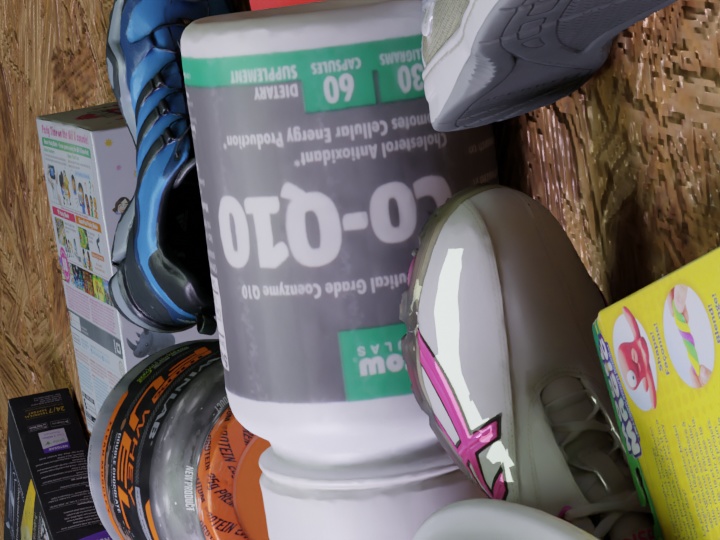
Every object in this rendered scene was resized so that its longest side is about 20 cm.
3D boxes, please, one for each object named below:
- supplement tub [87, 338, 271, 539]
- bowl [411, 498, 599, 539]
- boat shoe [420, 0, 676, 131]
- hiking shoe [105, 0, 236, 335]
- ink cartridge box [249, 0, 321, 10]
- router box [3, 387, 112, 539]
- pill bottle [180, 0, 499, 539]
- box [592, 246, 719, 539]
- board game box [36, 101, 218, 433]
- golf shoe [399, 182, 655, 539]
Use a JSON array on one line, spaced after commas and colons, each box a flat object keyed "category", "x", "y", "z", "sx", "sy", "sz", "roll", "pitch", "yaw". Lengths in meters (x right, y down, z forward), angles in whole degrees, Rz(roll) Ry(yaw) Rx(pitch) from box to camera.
[{"category": "supplement tub", "x": -0.048, "y": 0.092, "z": 0.996, "sx": 0.200, "sy": 0.122, "sz": 0.123, "roll": 174, "pitch": 86, "yaw": -71}, {"category": "bowl", "x": 0.056, "y": 0.176, "z": 0.663, "sx": 0.201, "sy": 0.090, "sz": 0.201, "roll": 38, "pitch": 150, "yaw": 27}, {"category": "boat shoe", "x": 0.056, "y": -0.100, "z": 0.667, "sx": 0.202, "sy": 0.074, "sz": 0.065, "roll": 125, "pitch": 128, "yaw": -74}, {"category": "hiking shoe", "x": -0.078, "y": -0.069, "z": 1.076, "sx": 0.087, "sy": 0.074, "sz": 0.201, "roll": -3, "pitch": 88, "yaw": 61}, {"category": "ink cartridge box", "x": -0.033, "y": -0.080, "z": 0.960, "sx": 0.161, "sy": 0.050, "sz": 0.201, "roll": 174, "pitch": 83, "yaw": -68}, {"category": "router box", "x": -0.239, "y": 0.217, "z": 1.742, "sx": 0.200, "sy": 0.052, "sz": 0.158, "roll": 102, "pitch": 151, "yaw": -49}, {"category": "pill bottle", "x": 0.000, "y": 0.000, "z": 0.819, "sx": 0.113, "sy": 0.113, "sz": 0.201, "roll": -162, "pitch": 62, "yaw": -69}, {"category": "box", "x": 0.123, "y": 0.047, "z": 0.583, "sx": 0.200, "sy": 0.048, "sz": 0.118, "roll": 145, "pitch": 113, "yaw": -68}, {"category": "board game box", "x": -0.135, "y": 0.005, "z": 1.302, "sx": 0.147, "sy": 0.064, "sz": 0.201, "roll": -160, "pitch": 61, "yaw": -68}, {"category": "golf shoe", "x": 0.073, "y": 0.067, "z": 0.715, "sx": 0.092, "sy": 0.072, "sz": 0.201, "roll": 12, "pitch": 121, "yaw": 62}]
